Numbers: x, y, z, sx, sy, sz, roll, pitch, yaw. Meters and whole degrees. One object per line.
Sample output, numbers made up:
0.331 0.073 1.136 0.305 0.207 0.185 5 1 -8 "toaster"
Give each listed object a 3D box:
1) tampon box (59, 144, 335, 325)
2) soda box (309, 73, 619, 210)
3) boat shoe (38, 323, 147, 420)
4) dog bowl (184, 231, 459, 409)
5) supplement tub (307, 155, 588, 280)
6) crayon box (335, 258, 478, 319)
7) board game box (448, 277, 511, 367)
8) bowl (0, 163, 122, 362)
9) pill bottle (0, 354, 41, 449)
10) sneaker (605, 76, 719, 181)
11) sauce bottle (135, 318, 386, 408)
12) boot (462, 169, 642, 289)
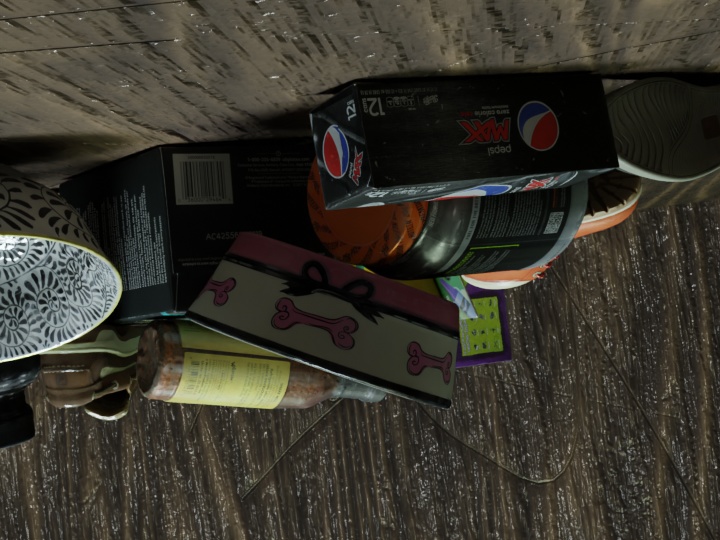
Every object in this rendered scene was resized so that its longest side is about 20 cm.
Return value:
-0.133 -0.025 1.405 0.149 0.127 0.200 -3 177 -32 "tampon box"
0.069 -0.085 1.142 0.199 0.071 0.063 -6 173 -32 "soda box"
-0.208 0.083 1.407 0.074 0.075 0.202 -4 176 15 "boat shoe"
-0.019 0.032 1.241 0.199 0.074 0.200 20 178 1 "dog bowl"
0.063 -0.056 1.257 0.122 0.123 0.200 -8 178 40 "supplement tub"
0.000 0.000 1.426 0.051 0.126 0.200 -28 -172 -30 "crayon box"
0.075 -0.007 1.656 0.120 0.201 0.032 -5 179 -27 "board game box"
-0.273 -0.016 1.241 0.200 0.095 0.201 -9 154 -5 "bowl"
-0.308 0.037 1.365 0.111 0.201 0.112 -6 -174 1 "pill bottle"
0.211 -0.098 1.286 0.200 0.075 0.106 -7 179 -42 "sneaker"
-0.073 0.077 1.363 0.199 0.066 0.066 9 171 -26 "sauce bottle"
0.144 -0.038 1.403 0.199 0.075 0.107 -10 140 32 "boot"
